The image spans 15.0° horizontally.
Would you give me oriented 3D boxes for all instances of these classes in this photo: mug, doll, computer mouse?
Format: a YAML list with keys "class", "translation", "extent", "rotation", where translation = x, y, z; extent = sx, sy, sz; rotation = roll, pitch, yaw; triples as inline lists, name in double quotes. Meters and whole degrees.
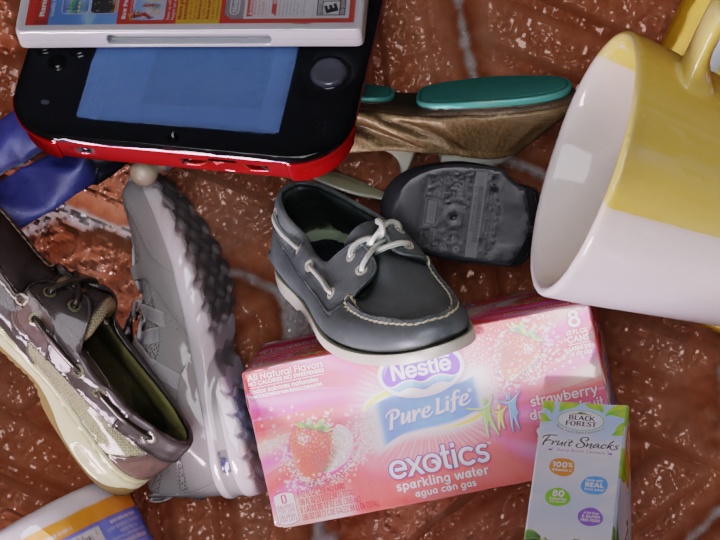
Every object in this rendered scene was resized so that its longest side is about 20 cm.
- class: "mug"
  translation: [0.194, -0.041, 1.463]
  extent: [0.153, 0.187, 0.150]
  rotation: [18, 67, -10]
- class: "doll"
  translation: [-0.160, -0.089, 1.604]
  extent: [0.200, 0.048, 0.137]
  rotation: [-31, 55, -2]
- class: "computer mouse"
  translation: [0.111, -0.025, 1.563]
  extent: [0.200, 0.034, 0.059]
  rotation: [10, 101, -1]

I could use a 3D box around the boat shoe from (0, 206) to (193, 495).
- class: "boat shoe"
  translation: [-0.164, 0.031, 1.541]
  extent: [0.065, 0.073, 0.200]
  rotation: [-30, 103, 25]

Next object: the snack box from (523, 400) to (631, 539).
- class: "snack box"
  translation: [0.117, 0.188, 1.474]
  extent: [0.053, 0.200, 0.142]
  rotation: [2, 47, 8]

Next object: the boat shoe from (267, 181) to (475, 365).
- class: "boat shoe"
  translation: [0.000, 0.000, 1.519]
  extent: [0.073, 0.200, 0.062]
  rotation: [-17, 112, -19]

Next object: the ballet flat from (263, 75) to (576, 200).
- class: "ballet flat"
  translation: [0.028, -0.076, 1.588]
  extent: [0.200, 0.068, 0.072]
  rotation: [0, 108, 7]

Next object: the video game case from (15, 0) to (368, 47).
- class: "video game case"
  translation: [-0.092, -0.189, 1.589]
  extent: [0.200, 0.017, 0.143]
  rotation: [1, 55, 7]

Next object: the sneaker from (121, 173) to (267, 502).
- class: "sneaker"
  translation: [-0.115, 0.041, 1.591]
  extent: [0.082, 0.075, 0.200]
  rotation: [-16, 82, 13]

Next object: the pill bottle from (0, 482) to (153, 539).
- class: "pill bottle"
  translation: [-0.142, 0.230, 1.569]
  extent: [0.112, 0.112, 0.200]
  rotation: [-28, 86, 5]

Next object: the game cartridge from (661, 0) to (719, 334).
- class: "game cartridge"
  translation: [0.236, -0.059, 1.573]
  extent: [0.176, 0.032, 0.200]
  rotation: [25, 90, 7]

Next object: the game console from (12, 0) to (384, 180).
- class: "game console"
  translation: [-0.089, -0.136, 1.576]
  extent: [0.200, 0.031, 0.177]
  rotation: [6, 62, 10]

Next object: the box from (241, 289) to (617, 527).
- class: "box"
  translation: [0.043, 0.075, 1.550]
  extent: [0.200, 0.103, 0.095]
  rotation: [-11, 97, 7]
